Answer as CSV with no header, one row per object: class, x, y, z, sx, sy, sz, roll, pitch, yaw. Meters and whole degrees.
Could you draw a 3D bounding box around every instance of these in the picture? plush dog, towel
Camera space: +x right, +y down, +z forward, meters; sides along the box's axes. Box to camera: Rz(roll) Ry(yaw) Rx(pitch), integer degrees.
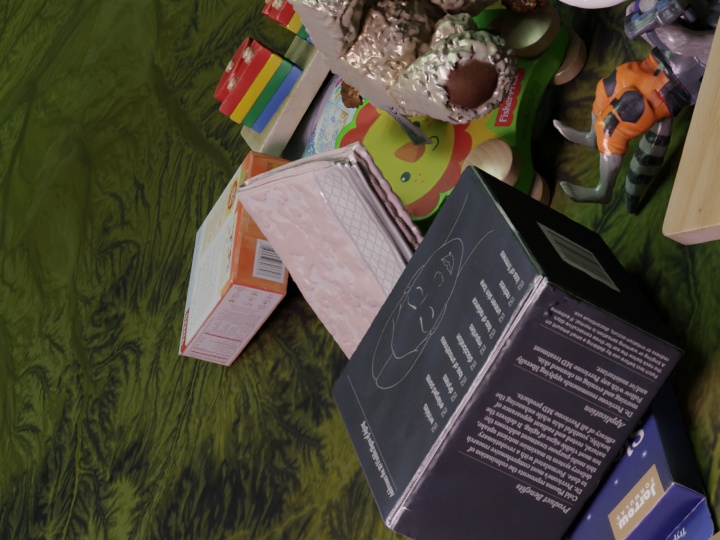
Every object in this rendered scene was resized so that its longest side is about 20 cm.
plush dog,0.047,-0.212,1.764,0.172,0.199,0.161,-55,-1,-16
towel,0.000,0.000,1.803,0.032,0.201,0.191,-39,12,-27

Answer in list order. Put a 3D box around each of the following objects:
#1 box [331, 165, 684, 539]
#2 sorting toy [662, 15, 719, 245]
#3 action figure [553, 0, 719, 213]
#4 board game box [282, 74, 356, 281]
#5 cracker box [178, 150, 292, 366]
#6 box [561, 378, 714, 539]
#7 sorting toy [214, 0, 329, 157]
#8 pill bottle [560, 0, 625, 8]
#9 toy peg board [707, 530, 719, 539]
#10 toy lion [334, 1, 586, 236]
box,0.092,0.069,1.538,0.197,0.123,0.200,-57,22,15
sorting toy,0.294,-0.112,1.421,0.198,0.069,0.202,-12,58,62
action figure,0.221,-0.146,1.623,0.194,0.104,0.200,-47,4,22
board game box,-0.002,-0.115,2.084,0.199,0.043,0.201,-52,27,31
cracker box,-0.113,-0.008,2.144,0.200,0.057,0.135,132,148,-62
box,0.168,0.138,1.503,0.121,0.032,0.201,-53,28,28
sorting toy,-0.073,-0.216,2.213,0.200,0.069,0.200,-60,12,4
pill bottle,0.194,-0.267,1.630,0.114,0.114,0.200,-49,-5,33
toy peg board,0.247,0.214,1.219,0.200,0.098,0.200,-43,17,41
toy lion,0.067,-0.113,1.815,0.190,0.069,0.202,3,67,37
